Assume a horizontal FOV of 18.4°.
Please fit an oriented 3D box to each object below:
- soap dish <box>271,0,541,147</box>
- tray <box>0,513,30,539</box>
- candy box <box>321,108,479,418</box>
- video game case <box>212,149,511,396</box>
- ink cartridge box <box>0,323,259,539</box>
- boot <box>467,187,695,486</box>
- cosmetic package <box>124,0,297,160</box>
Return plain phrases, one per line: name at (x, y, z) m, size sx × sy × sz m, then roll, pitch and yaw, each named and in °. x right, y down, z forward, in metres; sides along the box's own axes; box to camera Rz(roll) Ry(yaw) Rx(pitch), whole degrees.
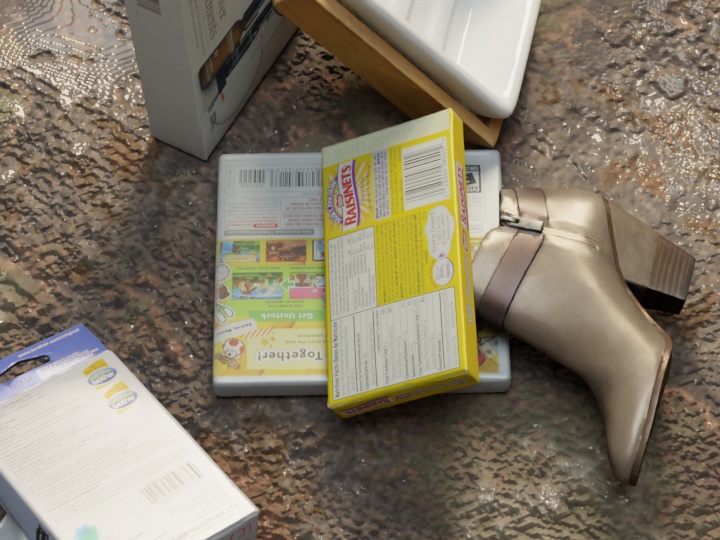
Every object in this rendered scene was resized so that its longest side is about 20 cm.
soap dish at (0.034, -0.198, 1.541) m, size 0.081 × 0.200 × 0.158 m, roll -14°, pitch 50°, yaw 43°
tray at (-0.218, 0.251, 1.369) m, size 0.107 × 0.022 × 0.201 m, roll 22°, pitch 63°, yaw 14°
candy box at (0.025, -0.006, 1.469) m, size 0.102 × 0.026 × 0.201 m, roll -17°, pitch 57°, yaw 25°
video game case at (0.000, 0.000, 1.515) m, size 0.199 × 0.023 × 0.183 m, roll -1°, pitch 60°, yaw 0°
ink cartridge box at (-0.170, 0.126, 1.414) m, size 0.119 × 0.042 × 0.200 m, roll -27°, pitch 57°, yaw -30°
boot at (0.135, 0.035, 1.457) m, size 0.145 × 0.070 × 0.201 m, roll 16°, pitch 55°, yaw 4°
cosmetic package at (-0.096, -0.193, 1.524) m, size 0.051 × 0.200 × 0.151 m, roll 23°, pitch 64°, yaw 15°
